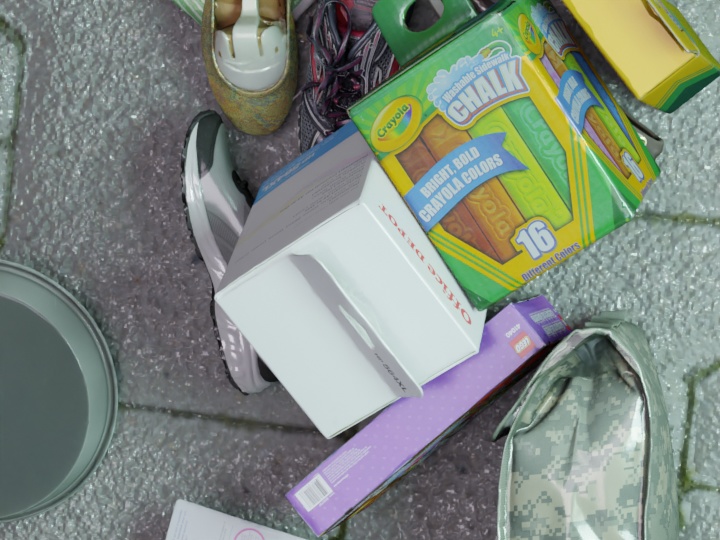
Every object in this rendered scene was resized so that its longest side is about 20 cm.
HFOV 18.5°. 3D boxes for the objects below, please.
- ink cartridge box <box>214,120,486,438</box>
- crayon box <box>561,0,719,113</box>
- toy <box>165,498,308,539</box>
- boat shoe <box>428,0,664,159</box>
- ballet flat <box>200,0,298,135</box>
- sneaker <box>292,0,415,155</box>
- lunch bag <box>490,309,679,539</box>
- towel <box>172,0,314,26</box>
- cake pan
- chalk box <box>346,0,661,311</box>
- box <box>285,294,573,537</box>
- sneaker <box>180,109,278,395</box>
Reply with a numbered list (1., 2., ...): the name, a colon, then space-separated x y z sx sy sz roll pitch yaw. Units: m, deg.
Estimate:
1. ink cartridge box: 0.000 0.000 1.439 0.125 0.200 0.129 -32 107 23
2. crayon box: 0.169 -0.169 1.418 0.051 0.200 0.127 -37 81 12
3. toy: -0.048 0.244 1.558 0.199 0.047 0.116 17 91 10
4. boat shoe: 0.122 -0.137 1.497 0.059 0.072 0.200 -42 85 14
5. ballet flat: -0.077 -0.187 1.521 0.070 0.071 0.201 5 106 14
6. sneaker: -0.010 -0.138 1.523 0.080 0.075 0.201 8 104 13
7. lunch bag: 0.150 0.127 1.444 0.117 0.164 0.201 1 91 13
8. towel: -0.101 -0.260 1.546 0.200 0.023 0.153 41 102 -11
9. cake pan: -0.276 0.092 1.594 0.199 0.037 0.201 1 102 4
10. chalk box: 0.082 -0.100 1.413 0.125 0.124 0.200 -33 95 22
11. box: 0.050 0.095 1.484 0.200 0.137 0.039 -41 83 12
12. sneaker: -0.077 -0.017 1.556 0.079 0.074 0.201 -16 93 5
